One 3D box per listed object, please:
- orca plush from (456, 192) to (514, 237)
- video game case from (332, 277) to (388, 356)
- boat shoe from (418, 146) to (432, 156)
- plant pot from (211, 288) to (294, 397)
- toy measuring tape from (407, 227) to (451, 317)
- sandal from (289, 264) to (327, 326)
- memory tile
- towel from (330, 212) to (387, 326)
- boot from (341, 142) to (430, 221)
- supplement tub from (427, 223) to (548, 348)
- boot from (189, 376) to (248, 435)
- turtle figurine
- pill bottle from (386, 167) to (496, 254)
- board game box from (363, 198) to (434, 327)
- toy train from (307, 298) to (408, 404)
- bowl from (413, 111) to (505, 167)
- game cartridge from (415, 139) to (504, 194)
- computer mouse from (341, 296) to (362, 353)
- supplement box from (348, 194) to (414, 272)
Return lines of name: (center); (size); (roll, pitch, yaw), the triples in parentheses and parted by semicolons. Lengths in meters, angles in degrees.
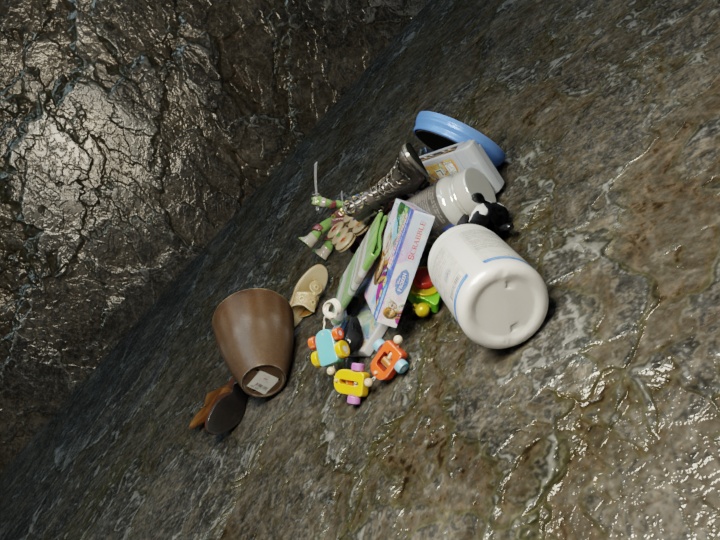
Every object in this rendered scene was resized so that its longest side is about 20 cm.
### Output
orca plush: (0.222, -0.085, 1.200); (0.071, 0.106, 0.200); (-4, -3, 30)
video game case: (0.015, 0.087, 1.410); (0.182, 0.022, 0.200); (-11, 39, 57)
boat shoe: (0.144, -0.226, 1.669); (0.084, 0.069, 0.200); (-52, 10, 30)
plant pot: (-0.221, 0.173, 1.531); (0.187, 0.187, 0.200); (-41, 35, 14)
toy measuring tape: (0.121, -0.001, 1.274); (0.073, 0.074, 0.200); (-25, 36, 44)
sandal: (-0.132, 0.089, 1.658); (0.212, 0.078, 0.070); (-51, 40, 2)
memory tile: (0.010, -0.126, 1.519); (0.200, 0.017, 0.153); (-44, 21, 4)
towel: (0.000, 0.000, 1.387); (0.149, 0.031, 0.200); (-78, 15, -50)
boot: (0.044, -0.153, 1.351); (0.174, 0.069, 0.200); (-29, -15, 3)
supplement tub: (0.183, 0.018, 1.048); (0.132, 0.132, 0.200); (-43, 20, 9)
boot: (-0.338, 0.318, 1.605); (0.200, 0.068, 0.189); (-31, 25, 38)
turtle figurine: (-0.084, -0.141, 1.878); (0.194, 0.200, 0.144); (-52, -14, -4)
pill bottle: (0.157, -0.112, 1.375); (0.200, 0.114, 0.114); (-29, 26, 39)
board game box: (0.064, -0.020, 1.267); (0.200, 0.041, 0.201); (-119, 47, -78)
toy train: (-0.001, 0.143, 1.225); (0.200, 0.056, 0.151); (37, 104, 35)
bowl: (0.200, -0.260, 1.458); (0.039, 0.200, 0.201); (-62, 21, 0)
game cartridge: (0.183, -0.182, 1.422); (0.200, 0.133, 0.042); (-12, 31, 48)
computer mouse: (-0.013, 0.104, 1.369); (0.200, 0.034, 0.059); (-82, 15, -64)
supplement box: (0.060, -0.099, 1.549); (0.200, 0.109, 0.061); (-45, 21, 0)
